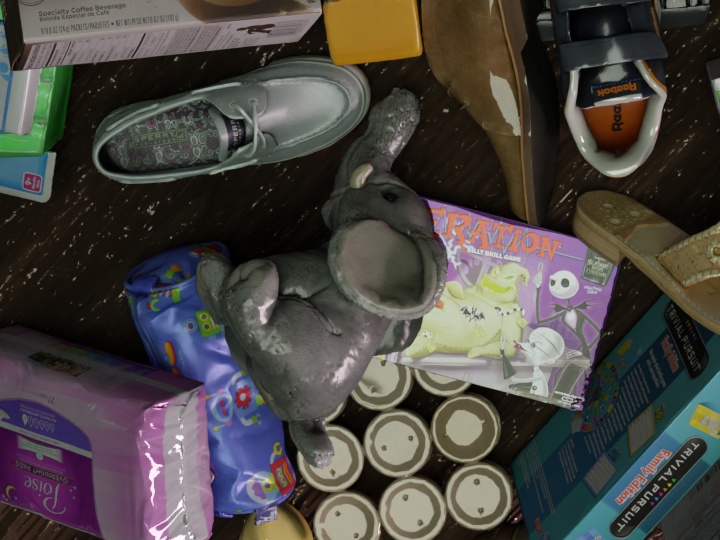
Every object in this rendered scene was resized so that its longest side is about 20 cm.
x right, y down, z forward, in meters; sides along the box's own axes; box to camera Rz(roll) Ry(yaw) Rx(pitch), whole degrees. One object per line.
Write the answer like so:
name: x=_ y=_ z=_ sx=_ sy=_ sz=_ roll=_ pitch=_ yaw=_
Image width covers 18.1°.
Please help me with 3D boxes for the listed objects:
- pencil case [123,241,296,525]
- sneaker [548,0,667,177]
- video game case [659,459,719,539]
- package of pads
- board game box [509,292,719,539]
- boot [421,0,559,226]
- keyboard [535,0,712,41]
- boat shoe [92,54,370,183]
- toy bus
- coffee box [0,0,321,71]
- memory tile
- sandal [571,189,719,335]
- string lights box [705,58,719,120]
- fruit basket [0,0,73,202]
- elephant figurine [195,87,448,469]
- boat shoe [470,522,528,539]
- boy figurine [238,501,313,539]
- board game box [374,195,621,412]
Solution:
pencil case: x=-0.108 y=0.083 z=1.611 sx=0.078 sy=0.087 sz=0.201 roll=-2 pitch=110 yaw=43
sneaker: x=0.166 y=-0.158 z=1.505 sx=0.078 sy=0.080 sz=0.201 roll=-10 pitch=114 yaw=9
video game case: x=0.291 y=0.151 z=1.551 sx=0.045 sy=0.181 sz=0.200 roll=37 pitch=106 yaw=-8
package of pads: x=-0.194 y=0.119 z=1.588 sx=0.199 sy=0.075 sz=0.121 roll=14 pitch=112 yaw=36
board game box: x=0.192 y=0.111 z=1.560 sx=0.047 sy=0.151 sz=0.200 roll=36 pitch=107 yaw=-17
boot: x=0.091 y=-0.125 z=1.540 sx=0.075 sy=0.074 sz=0.201 roll=-4 pitch=113 yaw=18
keyboard: x=0.140 y=-0.219 z=1.532 sx=0.198 sy=0.021 sz=0.128 roll=-5 pitch=107 yaw=5
boat shoe: x=-0.091 y=-0.096 z=1.559 sx=0.199 sy=0.072 sz=0.071 roll=-12 pitch=106 yaw=8
toy bus: x=0.001 y=-0.240 z=1.504 sx=0.065 sy=0.078 sz=0.201 roll=-5 pitch=107 yaw=7
coffee box: x=-0.136 y=-0.203 z=1.477 sx=0.198 sy=0.080 sz=0.114 roll=-7 pitch=83 yaw=-15
memory tile: x=0.020 y=0.100 z=1.622 sx=0.152 sy=0.017 sz=0.201 roll=-14 pitch=93 yaw=8
sandal: x=0.233 y=-0.018 z=1.513 sx=0.211 sy=0.077 sz=0.070 roll=31 pitch=129 yaw=31
string lights box: x=0.312 y=-0.057 z=1.548 sx=0.102 sy=0.059 sz=0.201 roll=-16 pitch=105 yaw=9
fruit basket: x=-0.296 y=-0.151 z=1.543 sx=0.198 sy=0.094 sz=0.187 roll=12 pitch=108 yaw=-3
elephant figurine: x=0.000 y=0.000 z=1.522 sx=0.199 sy=0.141 sz=0.156 roll=-30 pitch=119 yaw=-12
boat shoe: x=0.146 y=0.265 z=1.664 sx=0.068 sy=0.072 sz=0.201 roll=-14 pitch=114 yaw=36
boy figurine: x=-0.047 y=0.263 z=1.673 sx=0.124 sy=0.064 sz=0.201 roll=-21 pitch=104 yaw=11
board game box: x=0.075 y=0.017 z=1.587 sx=0.199 sy=0.032 sz=0.121 roll=14 pitch=88 yaw=2
